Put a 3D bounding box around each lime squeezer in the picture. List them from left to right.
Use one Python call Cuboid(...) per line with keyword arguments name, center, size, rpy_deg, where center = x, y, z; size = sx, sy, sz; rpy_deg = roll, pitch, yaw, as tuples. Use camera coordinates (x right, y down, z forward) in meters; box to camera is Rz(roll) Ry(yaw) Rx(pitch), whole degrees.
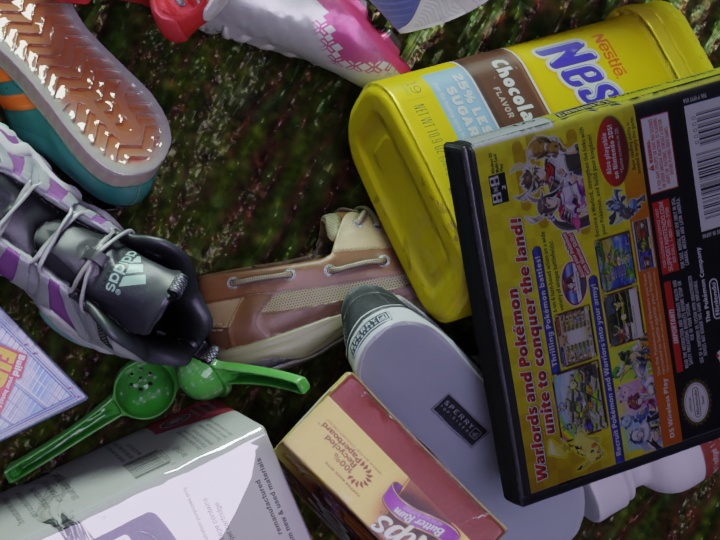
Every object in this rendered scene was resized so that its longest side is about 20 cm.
Cuboid(name="lime squeezer", center=(-0.108, 0.067, 1.328), size=(0.199, 0.071, 0.038), rpy_deg=(-17, 101, 25))

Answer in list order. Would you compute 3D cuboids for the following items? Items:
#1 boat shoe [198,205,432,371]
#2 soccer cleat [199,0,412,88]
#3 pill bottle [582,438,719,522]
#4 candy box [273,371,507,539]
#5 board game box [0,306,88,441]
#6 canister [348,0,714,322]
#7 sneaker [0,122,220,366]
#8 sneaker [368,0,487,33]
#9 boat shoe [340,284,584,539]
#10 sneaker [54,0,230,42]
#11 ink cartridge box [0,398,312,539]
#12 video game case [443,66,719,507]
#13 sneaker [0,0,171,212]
Cuboid(name="boat shoe", center=(0.000, 0.000, 1.364), size=(0.199, 0.076, 0.074), rpy_deg=(-20, 94, -14))
Cuboid(name="soccer cleat", center=(-0.062, -0.156, 1.349), size=(0.200, 0.070, 0.086), rpy_deg=(42, 93, -8))
Cuboid(name="pill bottle", center=(0.198, 0.059, 1.399), size=(0.199, 0.112, 0.113), rpy_deg=(-32, 100, -12))
Cuboid(name="candy box", center=(0.009, 0.121, 1.297), size=(0.056, 0.200, 0.117), rpy_deg=(-44, 89, -10))
Cuboid(name="board game box", center=(-0.263, 0.060, 1.304), size=(0.199, 0.062, 0.201), rpy_deg=(32, 85, -13))
Cuboid(name="canister", center=(0.109, -0.062, 1.345), size=(0.199, 0.087, 0.149), rpy_deg=(-17, 70, -26))
Cuboid(name="sneaker", center=(-0.145, -0.011, 1.256), size=(0.200, 0.140, 0.078), rpy_deg=(39, 76, -42))
Cuboid(name="sneaker", center=(0.080, -0.219, 1.365), size=(0.199, 0.115, 0.081), rpy_deg=(-39, 98, 10))
Cuboid(name="boat shoe", center=(0.054, 0.084, 1.339), size=(0.074, 0.068, 0.199), rpy_deg=(-43, 120, 8))
Cuboid(name="sneaker", center=(-0.156, -0.188, 1.269), size=(0.199, 0.077, 0.085), rpy_deg=(31, 79, 19))
Cuboid(name="ink cartridge box", center=(-0.141, 0.153, 1.297), size=(0.199, 0.145, 0.085), rpy_deg=(-24, 99, -12))
Cuboid(name="video game case", center=(0.143, 0.006, 1.287), size=(0.180, 0.025, 0.201), rpy_deg=(-16, 105, -23))
Cuboid(name="sneaker", center=(-0.182, -0.116, 1.314), size=(0.071, 0.080, 0.200), rpy_deg=(-29, 78, -29))
